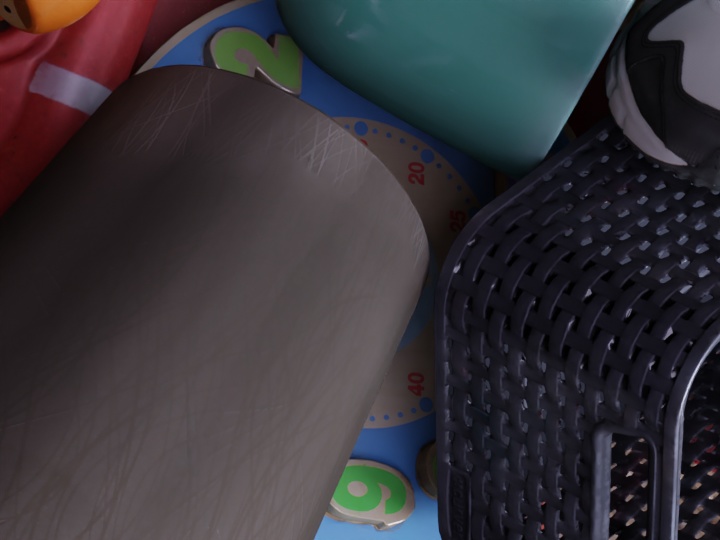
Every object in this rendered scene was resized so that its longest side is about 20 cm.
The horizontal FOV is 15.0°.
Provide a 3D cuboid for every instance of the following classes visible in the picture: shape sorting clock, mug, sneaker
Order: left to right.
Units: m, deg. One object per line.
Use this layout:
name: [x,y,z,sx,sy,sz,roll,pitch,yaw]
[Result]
shape sorting clock: [0.000,0.000,0.914,0.200,0.039,0.200,5,76,-19]
mug: [0.046,-0.133,0.876,0.114,0.152,0.185,28,64,1]
sneaker: [0.125,-0.097,0.834,0.074,0.200,0.080,20,131,-3]

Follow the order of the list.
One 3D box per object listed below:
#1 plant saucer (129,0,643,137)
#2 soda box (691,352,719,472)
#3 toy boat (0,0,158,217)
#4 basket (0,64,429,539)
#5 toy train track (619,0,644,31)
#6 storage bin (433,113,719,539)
plant saucer: [0.009,-0.131,0.960,0.199,0.037,0.200,4,98,-19]
soda box: [0.189,-0.010,1.020,0.063,0.070,0.200,16,93,-24]
toy boat: [-0.114,-0.095,0.829,0.130,0.131,0.200,23,84,-24]
basket: [-0.071,0.049,0.778,0.200,0.136,0.180,-61,147,-31]
toy train track: [0.102,-0.152,0.951,0.200,0.033,0.115,38,86,-19]
storage bin: [0.121,0.015,0.877,0.200,0.094,0.135,-35,139,-35]
